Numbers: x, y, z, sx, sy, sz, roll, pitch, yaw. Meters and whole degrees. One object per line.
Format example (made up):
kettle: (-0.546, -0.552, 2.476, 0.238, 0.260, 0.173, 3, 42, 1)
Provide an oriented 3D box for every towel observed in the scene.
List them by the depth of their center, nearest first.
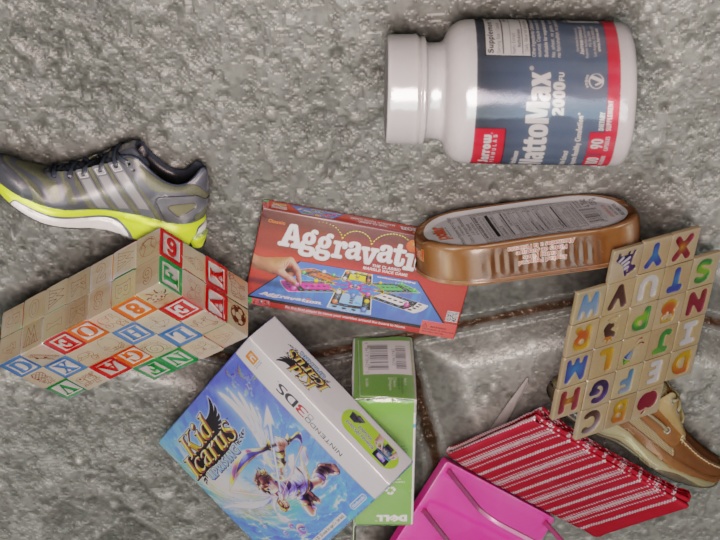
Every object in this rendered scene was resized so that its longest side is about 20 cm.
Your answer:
towel: (0.201, 0.196, 1.603, 0.200, 0.023, 0.145, 30, 145, -22)

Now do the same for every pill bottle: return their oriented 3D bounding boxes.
pill bottle: (0.120, -0.147, 1.380, 0.200, 0.120, 0.120, 1, 121, -1)

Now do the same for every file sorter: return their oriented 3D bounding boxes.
file sorter: (0.099, 0.314, 1.605, 0.139, 0.125, 0.200, 30, 96, -22)

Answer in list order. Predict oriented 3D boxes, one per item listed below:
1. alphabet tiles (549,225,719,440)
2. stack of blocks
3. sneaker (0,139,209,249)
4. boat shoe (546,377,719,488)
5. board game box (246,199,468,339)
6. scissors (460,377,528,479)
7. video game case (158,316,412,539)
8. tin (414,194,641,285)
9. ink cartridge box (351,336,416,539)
alphabet tiles: (0.242, 0.057, 1.471, 0.166, 0.006, 0.200, -15, 128, -31)
stack of blocks: (-0.212, 0.048, 1.491, 0.200, 0.059, 0.115, -25, 140, 29)
sneaker: (-0.223, -0.079, 1.451, 0.200, 0.074, 0.081, 11, 114, -16)
boat shoe: (0.272, 0.139, 1.581, 0.200, 0.076, 0.074, 30, 99, -22)
board game box: (0.000, 0.000, 1.524, 0.200, 0.019, 0.103, 10, 119, -6)
scissors: (0.110, 0.184, 1.638, 0.073, 0.014, 0.200, 9, 121, -6)
video game case: (-0.074, 0.166, 1.532, 0.181, 0.045, 0.200, 46, 133, 5)
tin: (0.145, -0.029, 1.450, 0.200, 0.112, 0.042, -8, 106, -6)
ink cartridge box: (0.021, 0.173, 1.578, 0.059, 0.104, 0.200, 0, 121, 0)
